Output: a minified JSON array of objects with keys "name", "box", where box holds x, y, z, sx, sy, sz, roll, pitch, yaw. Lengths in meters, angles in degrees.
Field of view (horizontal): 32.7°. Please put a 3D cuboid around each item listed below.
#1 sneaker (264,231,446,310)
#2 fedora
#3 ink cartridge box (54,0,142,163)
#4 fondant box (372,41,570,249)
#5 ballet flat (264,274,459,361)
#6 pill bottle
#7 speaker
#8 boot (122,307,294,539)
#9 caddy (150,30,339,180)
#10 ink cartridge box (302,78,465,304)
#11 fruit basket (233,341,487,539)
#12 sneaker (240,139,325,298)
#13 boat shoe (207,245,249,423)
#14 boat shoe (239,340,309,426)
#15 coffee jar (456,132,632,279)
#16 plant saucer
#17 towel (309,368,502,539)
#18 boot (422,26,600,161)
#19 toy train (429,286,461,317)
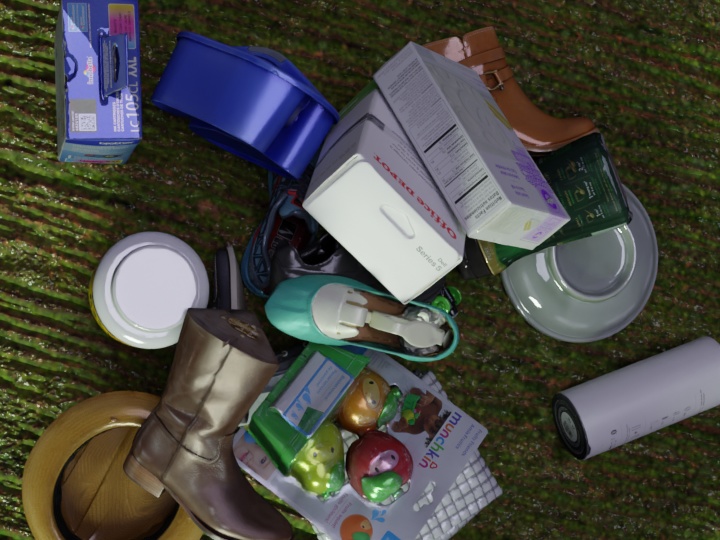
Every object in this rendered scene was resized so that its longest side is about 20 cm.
[{"name":"sneaker","box":[0.000,0.000,1.236,0.198,0.076,0.092,-8,110,-27]},{"name":"fedora","box":[-0.236,0.210,1.221,0.198,0.082,0.203,0,98,-2]},{"name":"ink cartridge box","box":[-0.254,-0.182,1.183,0.076,0.200,0.138,-2,88,-15]},{"name":"fondant box","box":[0.112,-0.121,1.220,0.058,0.144,0.201,-38,67,24]},{"name":"ballet flat","box":[0.009,0.045,1.178,0.198,0.070,0.068,13,84,-21]},{"name":"pill bottle","box":[-0.206,0.021,1.186,0.108,0.200,0.110,1,87,-14]},{"name":"speaker","box":[0.321,0.143,1.382,0.198,0.081,0.082,-19,92,-14]},{"name":"boot","box":[-0.107,0.143,1.116,0.185,0.064,0.201,28,112,-3]},{"name":"caddy","box":[-0.113,-0.175,1.231,0.141,0.199,0.106,32,85,-54]},{"name":"ink cartridge box","box":[0.033,-0.085,1.211,0.145,0.201,0.084,43,118,-16]},{"name":"fruit basket","box":[-0.002,0.165,1.194,0.199,0.094,0.186,35,67,12]},{"name":"sneaker","box":[-0.061,-0.067,1.283,0.079,0.095,0.202,17,84,-17]},{"name":"boat shoe","box":[-0.148,0.063,1.242,0.062,0.073,0.202,-7,58,2]},{"name":"boat shoe","box":[-0.093,0.113,1.289,0.198,0.069,0.057,-16,58,-12]},{"name":"coffee jar","box":[0.183,-0.066,1.319,0.198,0.085,0.105,-20,98,13]},{"name":"plant saucer","box":[0.255,-0.019,1.388,0.198,0.050,0.202,1,86,-15]},{"name":"towel","box":[0.028,0.222,1.301,0.199,0.086,0.167,-32,97,-16]},{"name":"boot","box":[0.164,-0.195,1.363,0.198,0.074,0.156,-12,86,-18]},{"name":"toy train","box":[0.040,-0.030,1.329,0.201,0.056,0.042,58,37,-1]}]
